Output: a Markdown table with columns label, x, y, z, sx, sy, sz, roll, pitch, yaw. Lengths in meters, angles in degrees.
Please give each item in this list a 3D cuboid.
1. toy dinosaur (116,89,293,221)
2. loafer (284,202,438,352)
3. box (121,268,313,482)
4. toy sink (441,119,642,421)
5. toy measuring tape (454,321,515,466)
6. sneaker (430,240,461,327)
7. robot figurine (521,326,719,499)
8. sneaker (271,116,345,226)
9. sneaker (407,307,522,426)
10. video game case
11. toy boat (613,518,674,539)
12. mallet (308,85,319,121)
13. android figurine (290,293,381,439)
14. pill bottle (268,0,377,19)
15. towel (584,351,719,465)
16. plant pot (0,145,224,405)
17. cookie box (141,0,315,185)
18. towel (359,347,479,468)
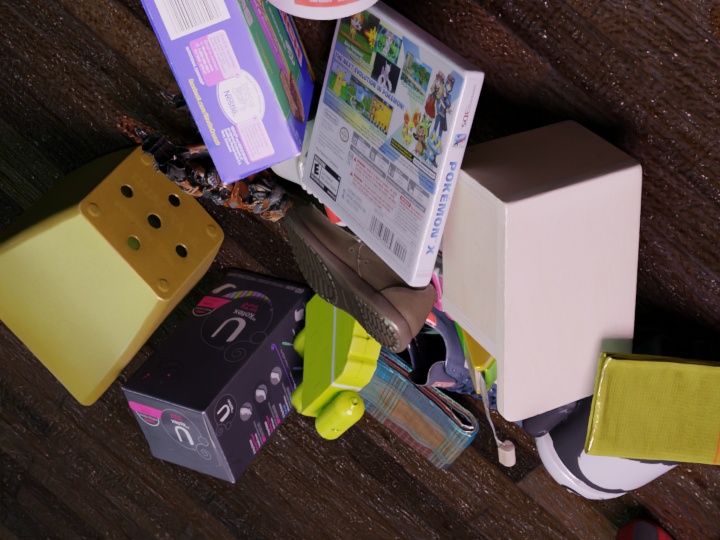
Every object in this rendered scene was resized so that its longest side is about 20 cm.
| label | x | y | z | sx | sy | sz | roll | pitch | yaw |
| --- | --- | --- | --- | --- | --- | --- | --- | --- | --- |
| toy dinosaur | -0.163 | -0.107 | 1.498 | 0.197 | 0.103 | 0.136 | 4 | 155 | 15 |
| loafer | 0.000 | 0.000 | 1.380 | 0.200 | 0.067 | 0.077 | 45 | 156 | 37 |
| box | -0.137 | 0.108 | 1.600 | 0.121 | 0.200 | 0.107 | 11 | 135 | 34 |
| toy sink | 0.143 | -0.002 | 1.230 | 0.112 | 0.129 | 0.202 | 43 | 143 | 52 |
| toy measuring tape | 0.135 | 0.088 | 1.376 | 0.072 | 0.201 | 0.074 | -8 | 136 | -8 |
| sneaker | 0.085 | -0.018 | 1.378 | 0.200 | 0.087 | 0.074 | 40 | 156 | 44 |
| robot figurine | 0.238 | 0.130 | 1.340 | 0.150 | 0.125 | 0.200 | 42 | 144 | -2 |
| sneaker | -0.024 | -0.090 | 1.381 | 0.198 | 0.094 | 0.071 | 10 | 135 | 35 |
| sneaker | 0.097 | 0.098 | 1.469 | 0.200 | 0.085 | 0.075 | 44 | 144 | -11 |
| video game case | 0.021 | -0.114 | 1.239 | 0.200 | 0.022 | 0.184 | 45 | 128 | 49 |
| toy boat | 0.341 | 0.316 | 1.467 | 0.200 | 0.131 | 0.131 | 45 | 115 | -6 |
| mallet | -0.104 | -0.222 | 1.371 | 0.065 | 0.041 | 0.202 | -7 | 119 | 42 |
| android figurine | -0.018 | 0.068 | 1.483 | 0.041 | 0.184 | 0.200 | 12 | 150 | -20 |
| pill bottle | -0.031 | -0.304 | 1.147 | 0.110 | 0.112 | 0.202 | 23 | 141 | 22 |
| towel | 0.278 | 0.117 | 1.239 | 0.197 | 0.087 | 0.018 | 7 | -176 | -23 |
| plant pot | -0.266 | -0.015 | 1.613 | 0.200 | 0.200 | 0.176 | 47 | 133 | -9 |
| cookie box | -0.103 | -0.192 | 1.242 | 0.074 | 0.201 | 0.173 | -18 | 113 | 10 |
| towel | 0.050 | 0.145 | 1.573 | 0.146 | 0.022 | 0.200 | 38 | 161 | 7 |
